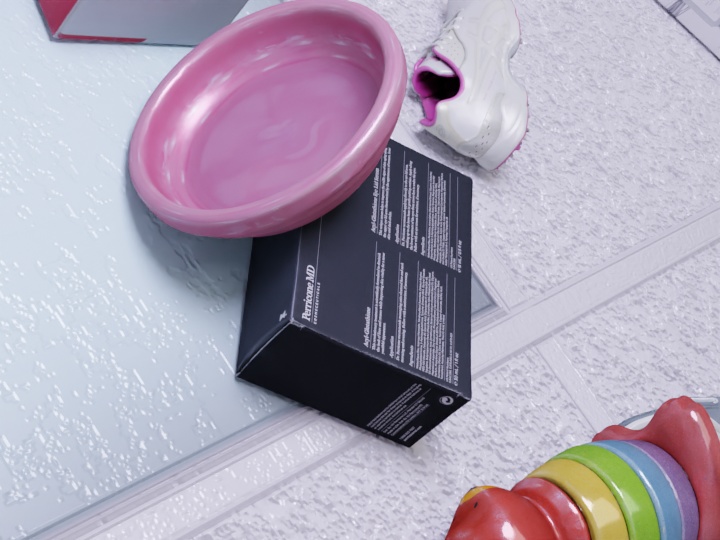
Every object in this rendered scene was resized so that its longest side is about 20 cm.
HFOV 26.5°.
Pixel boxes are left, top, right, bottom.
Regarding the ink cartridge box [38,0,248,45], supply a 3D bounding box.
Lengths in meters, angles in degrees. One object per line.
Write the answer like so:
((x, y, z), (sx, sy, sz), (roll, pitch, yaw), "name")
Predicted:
((-0.179, -0.269, 1.111), (0.145, 0.083, 0.201), (-6, 62, -42), "ink cartridge box")

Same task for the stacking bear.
((0.139, 0.169, 1.011), (0.199, 0.121, 0.114), (-12, 76, -35), "stacking bear")

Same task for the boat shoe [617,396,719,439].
((0.258, 0.133, 1.186), (0.199, 0.073, 0.062), (0, 15, -32), "boat shoe")

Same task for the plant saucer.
((-0.057, -0.095, 1.017), (0.051, 0.199, 0.201), (58, 26, -43), "plant saucer")

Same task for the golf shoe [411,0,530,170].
((0.085, -0.178, 1.269), (0.091, 0.075, 0.201), (16, 48, -25), "golf shoe")

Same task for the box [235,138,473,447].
((0.000, 0.000, 1.048), (0.141, 0.079, 0.201), (27, 45, -24), "box")

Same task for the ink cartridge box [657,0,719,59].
((0.381, -0.316, 1.617), (0.200, 0.083, 0.147), (42, 41, -6), "ink cartridge box")
